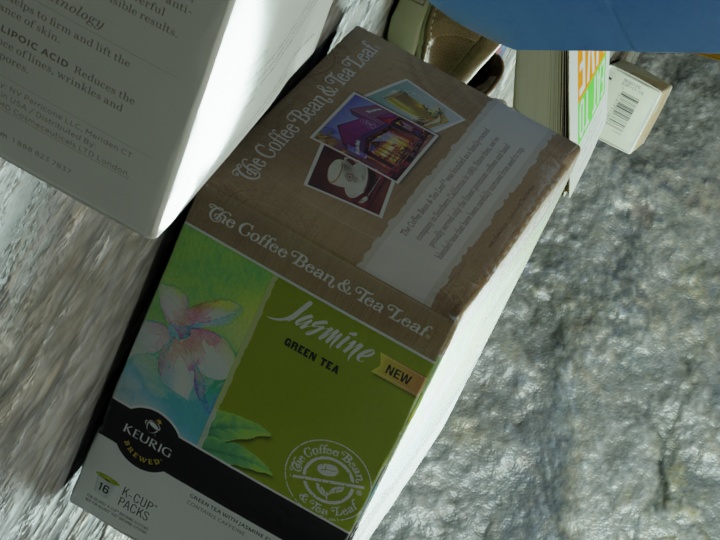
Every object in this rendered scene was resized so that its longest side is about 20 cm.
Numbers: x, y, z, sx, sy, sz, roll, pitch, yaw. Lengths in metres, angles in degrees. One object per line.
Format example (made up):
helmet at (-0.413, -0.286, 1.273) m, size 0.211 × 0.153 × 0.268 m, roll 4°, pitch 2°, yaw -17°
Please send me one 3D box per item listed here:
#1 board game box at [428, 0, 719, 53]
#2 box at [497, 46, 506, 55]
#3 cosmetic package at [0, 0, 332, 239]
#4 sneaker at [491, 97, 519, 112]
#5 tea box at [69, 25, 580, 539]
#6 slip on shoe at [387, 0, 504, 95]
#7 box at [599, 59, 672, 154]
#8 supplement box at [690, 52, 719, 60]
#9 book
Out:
board game box at (0.118, -0.162, 1.207) m, size 0.158 × 0.199 × 0.039 m, roll 49°, pitch 48°, yaw -58°
box at (0.097, -0.209, 1.465) m, size 0.137 × 0.038 × 0.200 m, roll -60°, pitch 173°, yaw -12°
cosmetic package at (-0.038, -0.121, 0.625) m, size 0.113 × 0.081 × 0.200 m, roll -54°, pitch 169°, yaw -50°
sneaker at (0.023, -0.023, 1.530) m, size 0.200 × 0.078 × 0.090 m, roll -59°, pitch 164°, yaw 21°
tea box at (-0.014, 0.023, 1.160) m, size 0.200 × 0.133 × 0.197 m, roll -51°, pitch 167°, yaw -57°
slip on shoe at (0.050, -0.115, 1.393) m, size 0.076 × 0.060 × 0.200 m, roll -59°, pitch 173°, yaw -22°
box at (0.341, -0.212, 3.141) m, size 0.095 × 0.078 × 0.200 m, roll -64°, pitch 173°, yaw 12°
supplement box at (0.215, -0.254, 1.520) m, size 0.197 × 0.132 × 0.201 m, roll -65°, pitch 169°, yaw -71°
book at (0.151, -0.174, 1.781) m, size 0.134 × 0.048 × 0.201 m, roll -55°, pitch 150°, yaw -51°
